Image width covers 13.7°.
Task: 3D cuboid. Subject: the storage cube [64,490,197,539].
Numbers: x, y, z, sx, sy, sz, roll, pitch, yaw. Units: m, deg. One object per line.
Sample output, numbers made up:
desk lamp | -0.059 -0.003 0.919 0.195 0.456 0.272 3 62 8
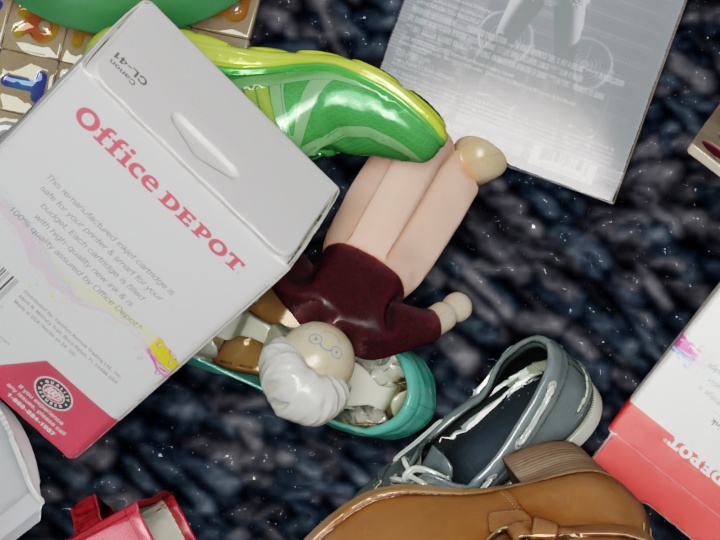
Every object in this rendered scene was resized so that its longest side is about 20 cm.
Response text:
storage cube | -0.146 0.234 1.561 0.179 0.171 0.200 -29 87 1

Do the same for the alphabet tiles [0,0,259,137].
alphabet tiles | -0.148 -0.111 1.632 0.167 0.008 0.201 12 82 5

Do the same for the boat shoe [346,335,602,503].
boat shoe | 0.039 0.108 1.603 0.200 0.062 0.073 -38 49 -5

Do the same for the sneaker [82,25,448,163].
sneaker | -0.052 -0.076 1.579 0.199 0.074 0.084 9 80 8

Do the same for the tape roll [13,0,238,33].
tape roll | -0.125 -0.226 1.617 0.200 0.048 0.201 0 68 1

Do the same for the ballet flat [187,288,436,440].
ballet flat | -0.050 0.034 1.618 0.200 0.070 0.068 24 88 3

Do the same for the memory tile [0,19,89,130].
memory tile | -0.159 -0.083 1.648 0.200 0.017 0.154 -23 81 1

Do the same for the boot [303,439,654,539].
boot | 0.055 0.166 1.505 0.199 0.155 0.077 -20 114 -5

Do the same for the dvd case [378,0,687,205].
dvd case | 0.104 -0.155 1.651 0.148 0.016 0.201 20 88 4

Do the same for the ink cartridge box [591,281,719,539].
ink cartridge box | 0.214 0.072 1.602 0.116 0.067 0.200 39 98 4

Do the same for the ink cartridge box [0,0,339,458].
ink cartridge box | -0.131 -0.018 1.533 0.148 0.086 0.200 44 125 -9

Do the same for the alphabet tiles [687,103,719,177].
alphabet tiles | 0.262 -0.019 1.568 0.200 0.167 0.008 39 109 3

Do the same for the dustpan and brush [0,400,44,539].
dustpan and brush | -0.242 0.077 1.607 0.139 0.057 0.200 -37 43 25

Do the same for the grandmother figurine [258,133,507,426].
grandmother figurine | 0.000 0.000 1.581 0.121 0.061 0.200 21 55 10
